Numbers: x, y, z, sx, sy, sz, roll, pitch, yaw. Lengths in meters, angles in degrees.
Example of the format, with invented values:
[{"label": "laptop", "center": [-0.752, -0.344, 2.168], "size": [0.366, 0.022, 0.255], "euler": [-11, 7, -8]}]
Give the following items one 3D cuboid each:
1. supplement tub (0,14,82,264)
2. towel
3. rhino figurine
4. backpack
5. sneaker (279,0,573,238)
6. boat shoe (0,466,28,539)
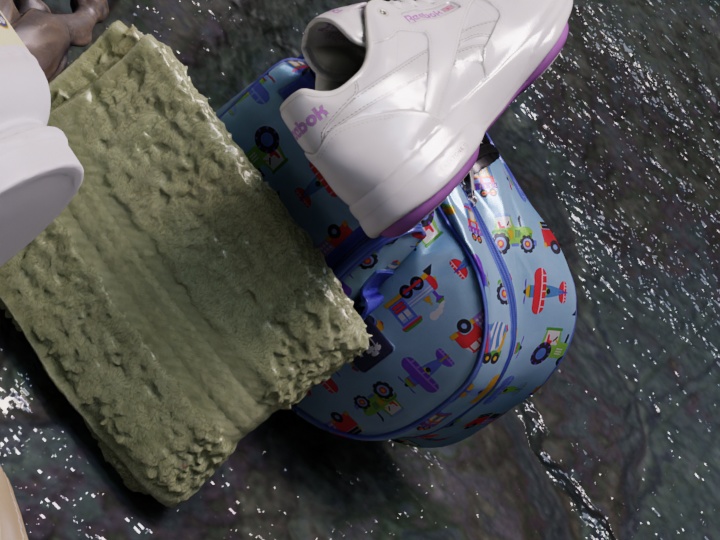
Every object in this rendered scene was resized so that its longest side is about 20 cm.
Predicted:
[{"label": "supplement tub", "center": [-0.231, -0.089, 1.251], "size": [0.200, 0.145, 0.145], "euler": [54, 35, 8]}, {"label": "towel", "center": [-0.101, -0.004, 1.331], "size": [0.200, 0.148, 0.036], "euler": [52, 9, 6]}, {"label": "rhino figurine", "center": [-0.228, -0.155, 1.406], "size": [0.200, 0.060, 0.088], "euler": [35, 47, -12]}, {"label": "backpack", "center": [0.000, 0.000, 1.400], "size": [0.201, 0.182, 0.134], "euler": [57, 32, 3]}, {"label": "sneaker", "center": [0.034, -0.106, 1.312], "size": [0.100, 0.075, 0.200], "euler": [43, 47, -8]}, {"label": "boat shoe", "center": [-0.152, 0.169, 1.166], "size": [0.065, 0.072, 0.201], "euler": [18, 50, -41]}]
